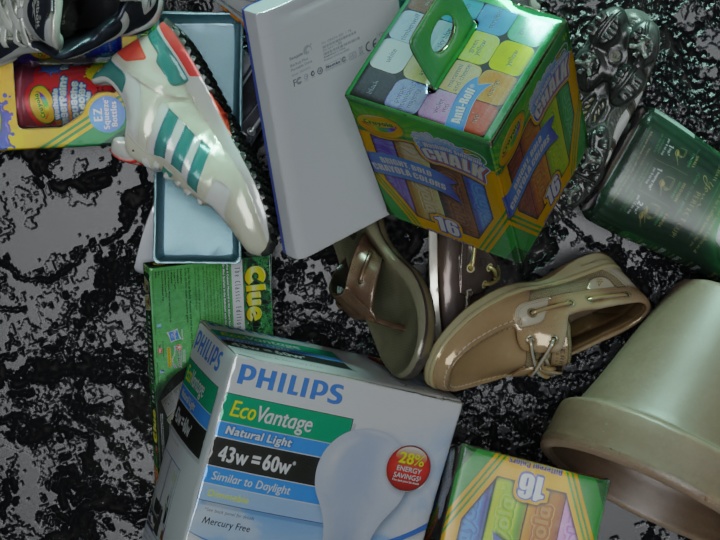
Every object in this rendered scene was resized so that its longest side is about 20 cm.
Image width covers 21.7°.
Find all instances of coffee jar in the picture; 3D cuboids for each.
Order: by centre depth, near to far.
[{"bbox_3d":[0.286,-0.041,1.510,0.200,0.085,0.104,30,88,-2],"label":"coffee jar"}]

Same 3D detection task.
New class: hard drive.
[{"bbox_3d":[-0.018,-0.124,1.418,0.132,0.025,0.200,-28,124,-32],"label":"hard drive"}]

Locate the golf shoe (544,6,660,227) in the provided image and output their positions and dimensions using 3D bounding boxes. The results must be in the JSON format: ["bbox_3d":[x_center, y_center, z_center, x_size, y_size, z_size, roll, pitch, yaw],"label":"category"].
[{"bbox_3d":[0.179,-0.117,1.504,0.078,0.094,0.200,37,106,8],"label":"golf shoe"}]

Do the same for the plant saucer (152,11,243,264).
[{"bbox_3d":[-0.127,-0.104,1.482,0.070,0.019,0.200,0,85,-1],"label":"plant saucer"}]

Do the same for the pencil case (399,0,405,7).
[{"bbox_3d":[0.017,-0.227,1.497,0.200,0.085,0.092,-27,80,3],"label":"pencil case"}]

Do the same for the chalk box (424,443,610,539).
[{"bbox_3d":[0.106,0.248,1.469,0.124,0.125,0.200,14,82,-3],"label":"chalk box"}]

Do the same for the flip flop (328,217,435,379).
[{"bbox_3d":[0.000,0.000,1.491,0.058,0.081,0.200,-8,64,-34],"label":"flip flop"}]

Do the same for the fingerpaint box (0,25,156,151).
[{"bbox_3d":[-0.246,-0.198,1.509,0.167,0.073,0.200,-2,95,1],"label":"fingerpaint box"}]

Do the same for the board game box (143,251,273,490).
[{"bbox_3d":[-0.120,0.087,1.530,0.105,0.023,0.200,-5,104,-18],"label":"board game box"}]

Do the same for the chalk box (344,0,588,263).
[{"bbox_3d":[0.079,-0.123,1.370,0.124,0.200,0.124,22,66,25],"label":"chalk box"}]

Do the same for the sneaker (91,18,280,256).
[{"bbox_3d":[-0.136,-0.089,1.443,0.093,0.070,0.200,-28,85,5],"label":"sneaker"}]

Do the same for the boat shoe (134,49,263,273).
[{"bbox_3d":[-0.116,-0.078,1.524,0.068,0.072,0.200,28,88,0],"label":"boat shoe"}]

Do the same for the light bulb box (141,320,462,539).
[{"bbox_3d":[-0.050,0.164,1.490,0.198,0.125,0.200,13,96,-20],"label":"light bulb box"}]

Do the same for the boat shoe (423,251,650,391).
[{"bbox_3d":[0.141,0.048,1.487,0.200,0.071,0.065,-27,51,-24],"label":"boat shoe"}]

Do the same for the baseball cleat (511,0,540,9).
[{"bbox_3d":[0.094,-0.189,1.458,0.106,0.200,0.070,-20,51,6],"label":"baseball cleat"}]

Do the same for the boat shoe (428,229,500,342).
[{"bbox_3d":[0.083,-0.015,1.525,0.059,0.072,0.200,-4,90,4],"label":"boat shoe"}]

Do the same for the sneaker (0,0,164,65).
[{"bbox_3d":[-0.250,-0.195,1.407,0.199,0.130,0.080,-3,95,0],"label":"sneaker"}]

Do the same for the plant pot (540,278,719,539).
[{"bbox_3d":[0.269,0.108,1.488,0.200,0.200,0.175,29,78,-2],"label":"plant pot"}]

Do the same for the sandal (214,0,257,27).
[{"bbox_3d":[-0.094,-0.241,1.457,0.207,0.059,0.079,30,72,33],"label":"sandal"}]
